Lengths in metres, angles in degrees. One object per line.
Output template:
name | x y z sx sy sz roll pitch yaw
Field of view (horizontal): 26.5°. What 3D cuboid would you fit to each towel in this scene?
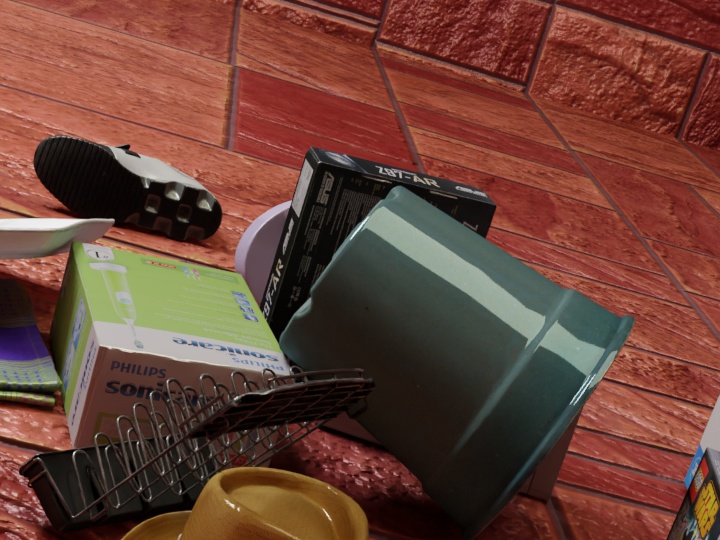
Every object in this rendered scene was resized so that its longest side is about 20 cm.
towel | -0.307 0.043 1.159 0.143 0.023 0.200 11 18 -23

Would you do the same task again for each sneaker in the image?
sneaker | -0.243 -0.089 1.572 0.199 0.075 0.089 22 14 -20

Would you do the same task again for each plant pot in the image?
plant pot | 0.059 0.056 1.099 0.196 0.201 0.200 37 18 4

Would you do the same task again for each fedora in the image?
fedora | -0.048 0.173 0.902 0.199 0.082 0.201 16 17 -5

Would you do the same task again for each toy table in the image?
toy table | 0.000 0.000 1.378 0.199 0.186 0.117 -9 12 -33

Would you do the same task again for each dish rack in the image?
dish rack | -0.094 0.099 0.939 0.153 0.200 0.055 -4 64 -52

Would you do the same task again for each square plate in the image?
square plate | -0.315 -0.026 1.235 0.196 0.029 0.200 -2 3 4

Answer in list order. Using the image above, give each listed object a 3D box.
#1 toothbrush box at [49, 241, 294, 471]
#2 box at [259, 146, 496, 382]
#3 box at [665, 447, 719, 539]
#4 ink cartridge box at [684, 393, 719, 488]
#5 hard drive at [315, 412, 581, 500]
toothbrush box | -0.147 0.063 1.149 0.144 0.087 0.200 11 17 -21
box | 0.006 0.014 1.264 0.159 0.202 0.044 11 18 -18
box | 0.219 0.212 0.958 0.040 0.138 0.200 20 16 0
ink cartridge box | 0.343 0.121 1.269 0.067 0.202 0.116 16 16 -4
hard drive | 0.076 0.090 1.210 0.198 0.133 0.027 18 16 2
